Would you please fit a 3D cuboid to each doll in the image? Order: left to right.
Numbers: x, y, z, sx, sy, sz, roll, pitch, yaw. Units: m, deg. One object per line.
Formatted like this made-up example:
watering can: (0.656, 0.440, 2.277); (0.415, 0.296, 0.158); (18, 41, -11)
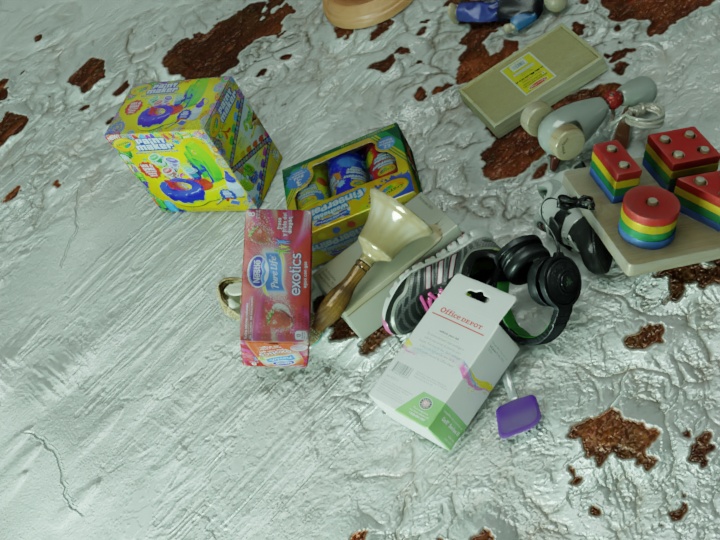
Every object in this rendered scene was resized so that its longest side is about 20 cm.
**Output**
doll: (0.248, -0.452, 1.907); (0.199, 0.048, 0.137); (7, 73, 31)

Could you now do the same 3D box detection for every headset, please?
headset: (0.236, -0.002, 1.453); (0.094, 0.201, 0.123); (-5, 29, -35)

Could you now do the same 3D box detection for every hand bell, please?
hand bell: (0.000, 0.000, 1.539); (0.104, 0.104, 0.200); (31, 85, 43)

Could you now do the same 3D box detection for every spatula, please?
spatula: (0.184, 0.130, 1.453); (0.056, 0.021, 0.200); (-22, 44, 12)

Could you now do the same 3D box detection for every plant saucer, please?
plant saucer: (0.019, -0.524, 2.108); (0.200, 0.037, 0.201); (-15, 47, 17)

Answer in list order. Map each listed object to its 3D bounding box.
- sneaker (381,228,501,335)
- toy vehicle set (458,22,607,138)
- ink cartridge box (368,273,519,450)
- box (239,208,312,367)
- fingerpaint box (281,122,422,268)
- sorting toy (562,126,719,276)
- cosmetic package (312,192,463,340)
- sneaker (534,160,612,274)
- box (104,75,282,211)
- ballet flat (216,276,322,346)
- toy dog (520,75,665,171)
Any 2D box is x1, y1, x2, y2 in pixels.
sneaker: (0.119, 0.024, 1.543); (0.200, 0.074, 0.087); (-36, 38, -12)
toy vehicle set: (0.265, -0.296, 1.780); (0.200, 0.027, 0.124); (-32, 44, 0)
ink cartridge box: (0.117, 0.112, 1.453); (0.117, 0.067, 0.200); (24, 73, 46)
box: (-0.115, 0.025, 1.579); (0.095, 0.100, 0.201); (1, 66, -3)
fingerpaint box: (-0.011, -0.115, 1.737); (0.199, 0.073, 0.167); (-21, 45, 11)
sorting toy: (0.389, -0.098, 1.455); (0.199, 0.070, 0.199); (-11, 43, -13)
cosmetic package: (0.045, -0.007, 1.613); (0.200, 0.073, 0.104); (-39, 45, -6)
sneaker: (0.281, -0.057, 1.536); (0.088, 0.074, 0.200); (-22, 37, 17)
box: (-0.268, -0.202, 1.869); (0.199, 0.193, 0.122); (0, 52, 29)
ballet flat: (-0.140, 0.058, 1.662); (0.200, 0.065, 0.071); (17, 61, 38)
toy dog: (0.330, -0.201, 1.636); (0.199, 0.096, 0.132); (-8, 44, 3)
